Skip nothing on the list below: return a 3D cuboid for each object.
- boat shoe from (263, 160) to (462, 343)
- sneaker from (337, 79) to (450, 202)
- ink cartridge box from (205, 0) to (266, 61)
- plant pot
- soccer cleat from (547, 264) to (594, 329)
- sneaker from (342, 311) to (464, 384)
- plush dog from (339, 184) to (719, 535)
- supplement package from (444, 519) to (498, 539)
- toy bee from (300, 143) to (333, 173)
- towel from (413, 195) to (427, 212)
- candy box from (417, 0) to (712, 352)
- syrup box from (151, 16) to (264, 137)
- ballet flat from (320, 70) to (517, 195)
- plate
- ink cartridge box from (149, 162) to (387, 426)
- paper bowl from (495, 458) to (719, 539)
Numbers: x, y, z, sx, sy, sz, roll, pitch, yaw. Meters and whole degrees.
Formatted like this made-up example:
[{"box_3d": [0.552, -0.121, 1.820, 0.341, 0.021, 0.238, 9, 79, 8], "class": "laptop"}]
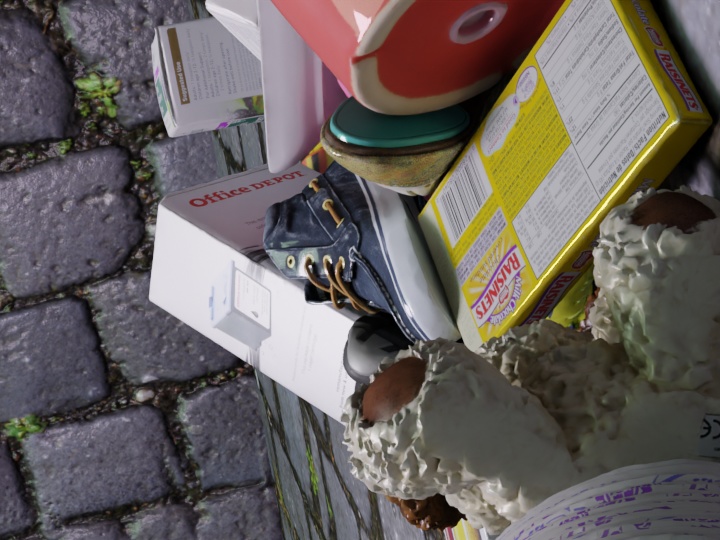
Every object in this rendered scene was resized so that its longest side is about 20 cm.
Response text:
[{"box_3d": [0.000, 0.000, 0.864, 0.071, 0.091, 0.201, 52, -171, -30], "class": "boat shoe"}, {"box_3d": [0.054, -0.106, 0.946, 0.079, 0.095, 0.200, 52, -179, 37], "class": "sneaker"}, {"box_3d": [-0.020, -0.218, 0.994, 0.177, 0.044, 0.200, -67, -19, -3], "class": "ink cartridge box"}, {"box_3d": [0.020, -0.191, 0.740, 0.178, 0.199, 0.201, 62, 165, 21], "class": "plant pot"}, {"box_3d": [0.111, 0.001, 0.834, 0.084, 0.065, 0.200, 40, 158, -2], "class": "soccer cleat"}, {"box_3d": [0.050, 0.075, 0.913, 0.075, 0.200, 0.080, 27, 99, 33], "class": "sneaker"}, {"box_3d": [0.098, 0.071, 0.670, 0.161, 0.199, 0.172, 57, 173, -5], "class": "plush dog"}, {"box_3d": [0.114, 0.163, 0.818, 0.114, 0.109, 0.201, 138, 120, -78], "class": "supplement package"}, {"box_3d": [-0.023, -0.032, 1.181, 0.131, 0.108, 0.201, -90, -14, -46], "class": "toy bee"}, {"box_3d": [0.056, 0.004, 1.110, 0.112, 0.048, 0.201, -130, 30, -87], "class": "towel"}, {"box_3d": [0.093, -0.047, 0.723, 0.200, 0.026, 0.103, -56, 45, 45], "class": "candy box"}, {"box_3d": [-0.058, -0.161, 1.127, 0.079, 0.199, 0.082, 172, 85, -79], "class": "syrup box"}, {"box_3d": [0.038, -0.080, 0.818, 0.200, 0.070, 0.071, -44, -47, -52], "class": "ballet flat"}, {"box_3d": [-0.001, -0.187, 0.962, 0.032, 0.200, 0.200, 25, 144, 19], "class": "plate"}, {"box_3d": [-0.028, 0.008, 1.013, 0.199, 0.146, 0.086, 28, 122, 33], "class": "ink cartridge box"}, {"box_3d": [0.124, 0.167, 0.541, 0.104, 0.199, 0.202, -58, -39, -68], "class": "paper bowl"}]
